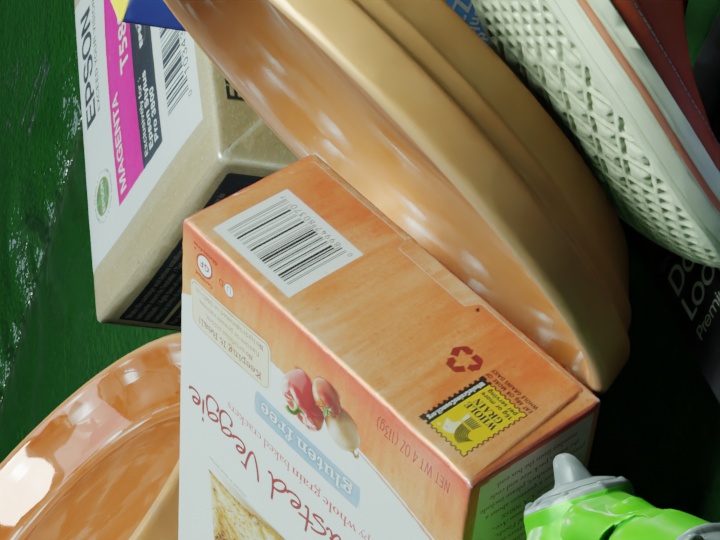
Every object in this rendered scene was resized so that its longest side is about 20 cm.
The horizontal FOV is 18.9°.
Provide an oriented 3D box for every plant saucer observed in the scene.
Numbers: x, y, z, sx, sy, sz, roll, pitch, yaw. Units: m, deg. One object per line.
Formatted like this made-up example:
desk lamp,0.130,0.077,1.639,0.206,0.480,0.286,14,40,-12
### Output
plant saucer,0.010,-0.045,0.636,0.037,0.200,0.200,-45,27,-5
plant saucer,-0.118,0.110,0.850,0.200,0.032,0.201,-41,19,17

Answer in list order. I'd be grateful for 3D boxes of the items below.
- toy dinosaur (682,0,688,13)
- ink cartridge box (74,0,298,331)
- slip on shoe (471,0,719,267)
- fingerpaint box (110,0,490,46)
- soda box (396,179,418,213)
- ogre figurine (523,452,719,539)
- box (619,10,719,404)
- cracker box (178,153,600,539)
toy dinosaur,0.105,-0.130,0.600,0.201,0.105,0.181,69,162,-5
ink cartridge box,-0.071,-0.094,1.001,0.165,0.075,0.201,-47,44,52
slip on shoe,0.058,-0.089,0.564,0.201,0.061,0.074,61,166,-16
fingerpaint box,0.016,-0.171,0.710,0.074,0.166,0.201,-115,39,-49
soda box,0.000,0.000,0.835,0.200,0.064,0.068,129,139,-50
ogre figurine,0.081,0.140,0.590,0.120,0.098,0.201,46,164,52
box,0.139,-0.006,0.561,0.200,0.036,0.144,-111,36,-49
cracker box,0.001,0.082,0.703,0.134,0.058,0.201,41,145,32
